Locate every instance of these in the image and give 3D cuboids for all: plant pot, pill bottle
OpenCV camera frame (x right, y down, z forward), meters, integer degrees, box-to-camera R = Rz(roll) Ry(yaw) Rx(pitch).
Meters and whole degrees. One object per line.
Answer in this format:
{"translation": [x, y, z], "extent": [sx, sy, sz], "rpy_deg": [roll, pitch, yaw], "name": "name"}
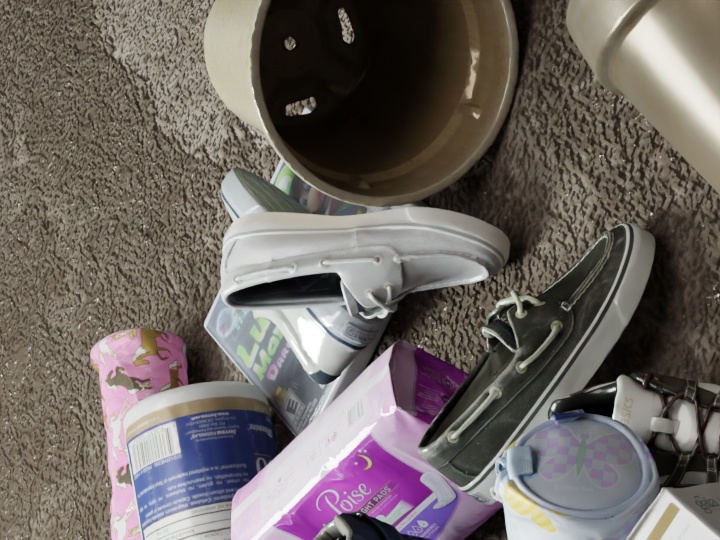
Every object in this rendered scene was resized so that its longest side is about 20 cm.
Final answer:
{"translation": [-0.020, -0.155, 1.482], "extent": [0.183, 0.200, 0.201], "rpy_deg": [19, 95, 63], "name": "plant pot"}
{"translation": [-0.104, 0.191, 1.528], "extent": [0.111, 0.111, 0.201], "rpy_deg": [-32, 62, 43], "name": "pill bottle"}
{"translation": [0.239, -0.112, 1.144], "extent": [0.200, 0.200, 0.174], "rpy_deg": [-42, 66, 37], "name": "plant pot"}

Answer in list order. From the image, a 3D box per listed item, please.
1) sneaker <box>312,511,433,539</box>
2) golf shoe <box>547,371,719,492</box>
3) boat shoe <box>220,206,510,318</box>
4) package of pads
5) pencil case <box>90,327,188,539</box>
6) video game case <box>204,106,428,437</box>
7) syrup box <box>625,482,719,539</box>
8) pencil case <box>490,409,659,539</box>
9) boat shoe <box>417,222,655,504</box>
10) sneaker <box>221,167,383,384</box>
{"translation": [0.022, 0.236, 1.264], "extent": [0.077, 0.146, 0.203], "rpy_deg": [-39, 44, 23], "name": "sneaker"}
{"translation": [0.192, 0.098, 1.197], "extent": [0.200, 0.094, 0.078], "rpy_deg": [-7, 70, 49], "name": "golf shoe"}
{"translation": [0.000, 0.000, 1.420], "extent": [0.199, 0.072, 0.069], "rpy_deg": [3, 59, 9], "name": "boat shoe"}
{"translation": [0.012, 0.142, 1.386], "extent": [0.200, 0.120, 0.076], "rpy_deg": [-46, 25, 35], "name": "package of pads"}
{"translation": [-0.165, 0.143, 1.651], "extent": [0.086, 0.083, 0.201], "rpy_deg": [-28, 59, 32], "name": "pencil case"}
{"translation": [-0.035, 0.003, 1.572], "extent": [0.182, 0.023, 0.200], "rpy_deg": [45, 116, 48], "name": "video game case"}
{"translation": [0.227, 0.201, 1.096], "extent": [0.200, 0.079, 0.082], "rpy_deg": [41, 113, 32], "name": "syrup box"}
{"translation": [0.121, 0.177, 1.202], "extent": [0.083, 0.090, 0.200], "rpy_deg": [-111, 13, -49], "name": "pencil case"}
{"translation": [0.109, 0.045, 1.290], "extent": [0.200, 0.064, 0.071], "rpy_deg": [-56, 13, -12], "name": "boat shoe"}
{"translation": [-0.059, 0.002, 1.525], "extent": [0.071, 0.073, 0.200], "rpy_deg": [-52, 45, 18], "name": "sneaker"}
